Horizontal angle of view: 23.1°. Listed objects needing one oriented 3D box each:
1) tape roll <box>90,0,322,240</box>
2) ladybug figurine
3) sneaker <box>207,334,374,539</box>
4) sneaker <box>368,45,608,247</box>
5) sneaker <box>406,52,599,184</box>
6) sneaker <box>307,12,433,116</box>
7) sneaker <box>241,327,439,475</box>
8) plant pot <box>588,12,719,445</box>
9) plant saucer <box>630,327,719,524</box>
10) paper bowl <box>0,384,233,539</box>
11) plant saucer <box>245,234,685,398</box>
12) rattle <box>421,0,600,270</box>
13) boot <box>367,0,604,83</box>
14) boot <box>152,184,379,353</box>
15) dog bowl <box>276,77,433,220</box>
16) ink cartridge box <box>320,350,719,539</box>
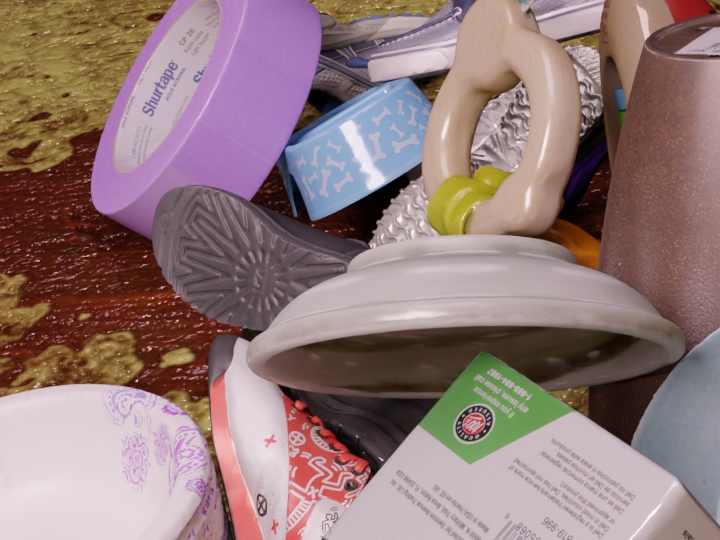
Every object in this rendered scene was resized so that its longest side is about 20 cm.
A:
[{"bbox_3d":[-0.110,-0.115,1.230,0.200,0.065,0.201,-43,31,33],"label":"tape roll"},{"bbox_3d":[0.184,-0.079,1.021,0.071,0.202,0.136,-9,8,0],"label":"ladybug figurine"},{"bbox_3d":[-0.010,0.110,0.851,0.107,0.068,0.203,-14,53,1],"label":"sneaker"},{"bbox_3d":[0.097,-0.047,1.133,0.200,0.099,0.070,-42,63,3],"label":"sneaker"},{"bbox_3d":[0.120,-0.108,1.223,0.198,0.082,0.075,-22,31,-11],"label":"sneaker"},{"bbox_3d":[-0.003,-0.152,1.373,0.198,0.086,0.077,-4,-4,-26],"label":"sneaker"},{"bbox_3d":[0.000,0.077,0.965,0.090,0.077,0.200,-18,35,-26],"label":"sneaker"},{"bbox_3d":[0.196,-0.020,0.873,0.185,0.202,0.187,-8,21,3],"label":"plant pot"},{"bbox_3d":[0.214,0.105,0.762,0.199,0.039,0.203,-9,61,16],"label":"plant saucer"},{"bbox_3d":[-0.158,0.150,0.853,0.198,0.105,0.201,-11,28,6],"label":"paper bowl"},{"bbox_3d":[0.046,0.020,0.800,0.198,0.051,0.200,-2,-13,0],"label":"plant saucer"},{"bbox_3d":[0.118,-0.105,1.031,0.141,0.202,0.130,10,-16,-16],"label":"rattle"},{"bbox_3d":[0.093,-0.192,1.209,0.198,0.091,0.073,-14,3,10],"label":"boot"},{"bbox_3d":[0.001,0.001,0.995,0.164,0.066,0.199,28,17,29],"label":"boot"},{"bbox_3d":[-0.004,-0.084,1.185,0.111,0.050,0.200,-32,7,-6],"label":"dog bowl"},{"bbox_3d":[0.042,0.152,0.702,0.200,0.083,0.146,-48,34,-5],"label":"ink cartridge box"}]
